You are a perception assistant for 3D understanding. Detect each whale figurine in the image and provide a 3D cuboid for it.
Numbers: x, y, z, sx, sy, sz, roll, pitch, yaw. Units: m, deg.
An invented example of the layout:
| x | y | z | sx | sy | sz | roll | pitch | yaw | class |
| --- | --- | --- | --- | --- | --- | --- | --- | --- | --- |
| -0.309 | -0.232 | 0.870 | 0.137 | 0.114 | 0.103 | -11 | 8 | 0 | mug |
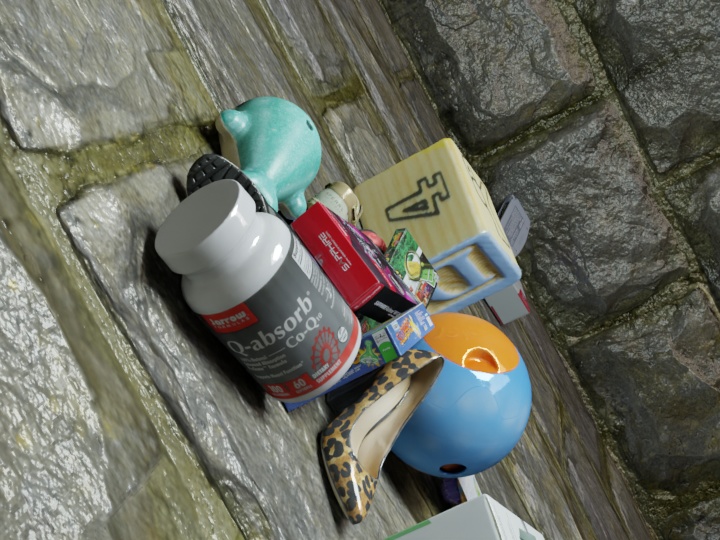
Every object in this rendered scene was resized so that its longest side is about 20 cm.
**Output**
| x | y | z | sx | sy | sz | roll | pitch | yaw | class |
| --- | --- | --- | --- | --- | --- | --- | --- | --- | --- |
| -0.102 | -0.129 | 1.149 | 0.160 | 0.103 | 0.201 | 53 | 19 | -23 | whale figurine |

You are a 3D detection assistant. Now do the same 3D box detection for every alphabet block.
| x | y | z | sx | sy | sz | roll | pitch | yaw | class |
| --- | --- | --- | --- | --- | --- | --- | --- | --- | --- |
| 0.127 | -0.061 | 1.645 | 0.195 | 0.195 | 0.201 | 44 | 24 | -54 | alphabet block |

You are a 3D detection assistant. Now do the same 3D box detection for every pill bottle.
| x | y | z | sx | sy | sz | roll | pitch | yaw | class |
| --- | --- | --- | --- | --- | --- | --- | --- | --- | --- |
| -0.094 | 0.020 | 0.913 | 0.200 | 0.115 | 0.116 | 53 | 18 | -33 | pill bottle |

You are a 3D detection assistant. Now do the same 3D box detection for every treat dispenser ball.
| x | y | z | sx | sy | sz | roll | pitch | yaw | class |
| --- | --- | --- | --- | --- | --- | --- | --- | --- | --- |
| 0.110 | 0.153 | 1.217 | 0.202 | 0.200 | 0.201 | 56 | 17 | -26 | treat dispenser ball |

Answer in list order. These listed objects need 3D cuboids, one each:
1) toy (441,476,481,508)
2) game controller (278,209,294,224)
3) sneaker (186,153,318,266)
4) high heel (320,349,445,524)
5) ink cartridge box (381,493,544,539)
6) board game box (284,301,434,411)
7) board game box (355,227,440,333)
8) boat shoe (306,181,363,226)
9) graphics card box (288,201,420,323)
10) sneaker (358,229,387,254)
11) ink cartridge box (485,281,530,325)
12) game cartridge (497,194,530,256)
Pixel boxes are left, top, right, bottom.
| x | y | z | sx | sy | sz | roll | pitch | yaw | class |
| --- | --- | --- | --- | --- | --- | --- | --- | --- | --- |
| 0.145 | 0.328 | 1.343 | 0.201 | 0.047 | 0.115 | 64 | 11 | -13 | toy |
| -0.076 | -0.021 | 1.187 | 0.105 | 0.042 | 0.200 | 61 | 14 | -11 | game controller |
| -0.112 | -0.038 | 1.041 | 0.201 | 0.075 | 0.088 | 53 | 6 | -16 | sneaker |
| 0.032 | 0.166 | 1.040 | 0.072 | 0.142 | 0.201 | 54 | 17 | -33 | high heel |
| 0.119 | 0.328 | 1.062 | 0.200 | 0.145 | 0.085 | 44 | 23 | -53 | ink cartridge box |
| 0.000 | 0.091 | 1.075 | 0.035 | 0.135 | 0.200 | 62 | 14 | 2 | board game box |
| 0.046 | 0.050 | 1.338 | 0.105 | 0.023 | 0.201 | 51 | 48 | -31 | board game box |
| -0.029 | -0.075 | 1.309 | 0.074 | 0.066 | 0.200 | 48 | -1 | 0 | boat shoe |
| 0.000 | 0.000 | 1.174 | 0.126 | 0.051 | 0.200 | 53 | 7 | 21 | graphics card box |
| 0.036 | 0.035 | 1.418 | 0.201 | 0.070 | 0.098 | 53 | 22 | -39 | sneaker |
| 0.341 | 0.012 | 2.458 | 0.146 | 0.083 | 0.201 | 52 | 18 | -35 | ink cartridge box |
| 0.470 | -0.128 | 3.083 | 0.134 | 0.040 | 0.200 | 53 | 44 | -20 | game cartridge |
